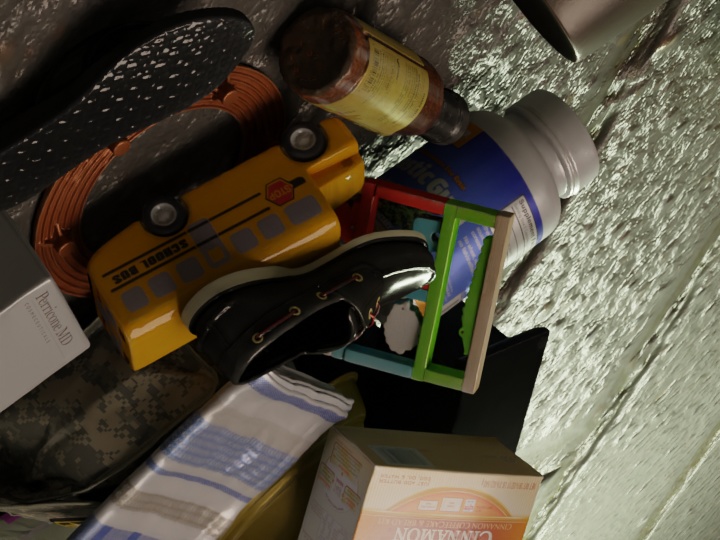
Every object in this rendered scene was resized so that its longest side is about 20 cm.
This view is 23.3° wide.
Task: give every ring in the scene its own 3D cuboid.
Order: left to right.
[{"bbox_3d":[-0.128,-0.053,1.156,0.200,0.019,0.201,-32,151,-20],"label":"ring"}]

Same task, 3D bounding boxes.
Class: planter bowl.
[{"bbox_3d":[-0.049,0.176,1.354,0.200,0.084,0.201,-42,169,-10],"label":"planter bowl"}]

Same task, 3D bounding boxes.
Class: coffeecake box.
[{"bbox_3d":[0.030,0.225,1.301,0.152,0.073,0.202,7,106,-32],"label":"coffeecake box"}]

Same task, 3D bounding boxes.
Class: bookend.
[{"bbox_3d":[0.036,0.089,1.436,0.092,0.200,0.200,-19,134,-38],"label":"bookend"}]

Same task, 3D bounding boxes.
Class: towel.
[{"bbox_3d":[-0.103,0.142,1.202,0.200,0.024,0.147,-44,153,7],"label":"towel"}]

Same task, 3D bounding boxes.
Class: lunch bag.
[{"bbox_3d":[-0.171,0.115,1.238,0.200,0.118,0.164,-39,161,5],"label":"lunch bag"}]

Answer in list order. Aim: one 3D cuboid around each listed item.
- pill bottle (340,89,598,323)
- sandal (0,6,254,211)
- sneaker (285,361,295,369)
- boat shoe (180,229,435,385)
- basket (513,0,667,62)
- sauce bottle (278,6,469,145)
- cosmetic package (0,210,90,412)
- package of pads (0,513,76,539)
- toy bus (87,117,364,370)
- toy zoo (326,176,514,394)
[{"bbox_3d":[0.080,-0.050,1.327,0.199,0.112,0.112,-36,153,-14],"label":"pill bottle"},{"bbox_3d":[-0.156,-0.106,1.016,0.199,0.048,0.075,-30,155,3],"label":"sandal"},{"bbox_3d":[-0.090,0.118,1.400,0.074,0.079,0.201,-31,153,-26],"label":"sneaker"},{"bbox_3d":[-0.022,0.024,1.139,0.200,0.063,0.074,-18,152,-42],"label":"boat shoe"},{"bbox_3d":[0.189,-0.247,1.185,0.200,0.136,0.180,-39,152,2],"label":"basket"},{"bbox_3d":[0.017,-0.124,1.196,0.066,0.066,0.200,-48,152,12],"label":"sauce bottle"},{"bbox_3d":[-0.272,0.061,1.066,0.199,0.074,0.102,-36,154,-11],"label":"cosmetic package"},{"bbox_3d":[-0.206,0.217,1.397,0.199,0.068,0.155,-30,151,-24],"label":"package of pads"},{"bbox_3d":[-0.082,-0.021,1.145,0.199,0.079,0.065,-29,157,-16],"label":"toy bus"},{"bbox_3d":[0.000,0.000,1.237,0.020,0.198,0.132,-36,139,-71],"label":"toy zoo"}]
